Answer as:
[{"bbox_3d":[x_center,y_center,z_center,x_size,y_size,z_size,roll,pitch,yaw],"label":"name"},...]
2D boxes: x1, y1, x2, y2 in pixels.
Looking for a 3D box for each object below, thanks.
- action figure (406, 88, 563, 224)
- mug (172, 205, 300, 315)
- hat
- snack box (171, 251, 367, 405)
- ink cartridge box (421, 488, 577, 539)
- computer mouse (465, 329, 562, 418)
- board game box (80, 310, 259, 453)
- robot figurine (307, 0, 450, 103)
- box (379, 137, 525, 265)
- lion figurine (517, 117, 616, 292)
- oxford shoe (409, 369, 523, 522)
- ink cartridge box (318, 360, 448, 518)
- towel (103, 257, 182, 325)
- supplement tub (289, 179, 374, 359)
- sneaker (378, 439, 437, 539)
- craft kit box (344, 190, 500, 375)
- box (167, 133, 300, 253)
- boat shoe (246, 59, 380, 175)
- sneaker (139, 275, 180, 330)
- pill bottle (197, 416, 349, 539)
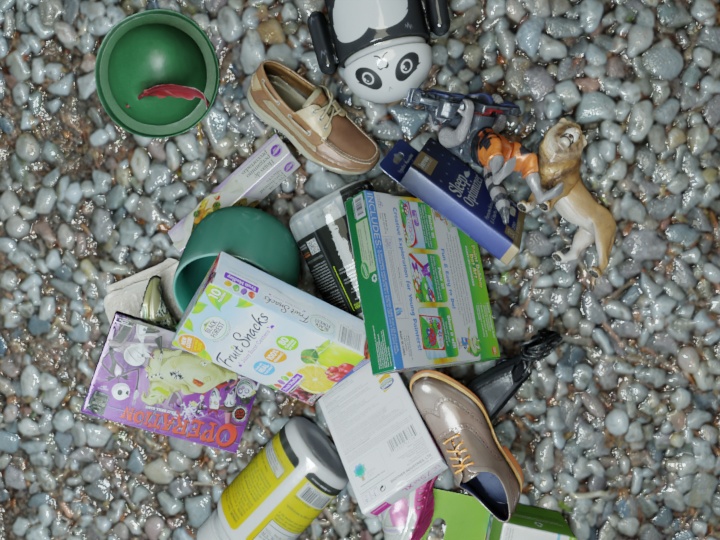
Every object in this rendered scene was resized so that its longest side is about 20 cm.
[{"bbox_3d":[0.133,-0.156,0.778,0.195,0.195,0.107,-1,128,-34],"label":"action figure"},{"bbox_3d":[-0.150,0.008,0.814,0.147,0.117,0.189,4,135,3],"label":"mug"},{"bbox_3d":[-0.264,-0.258,0.771,0.193,0.176,0.172,-4,94,2],"label":"hat"},{"bbox_3d":[-0.106,0.076,0.750,0.196,0.054,0.142,27,134,-18],"label":"snack box"},{"bbox_3d":[0.173,0.395,0.856,0.193,0.076,0.153,11,94,-1],"label":"ink cartridge box"},{"bbox_3d":[0.177,0.148,0.830,0.053,0.138,0.202,42,107,20],"label":"computer mouse"},{"bbox_3d":[-0.225,0.140,0.782,0.195,0.032,0.123,21,89,-23],"label":"board game box"},{"bbox_3d":[0.020,-0.314,0.786,0.122,0.149,0.207,-16,94,-33],"label":"robot figurine"},{"bbox_3d":[0.121,-0.101,0.803,0.197,0.122,0.033,36,123,-1],"label":"box"},{"bbox_3d":[0.283,-0.086,0.829,0.122,0.072,0.202,-43,108,-24],"label":"lion figurine"},{"bbox_3d":[0.127,0.208,0.762,0.071,0.073,0.201,-40,92,26],"label":"oxford shoe"},{"bbox_3d":[0.019,0.196,0.826,0.118,0.042,0.203,-34,53,6],"label":"ink cartridge box"},{"bbox_3d":[-0.264,0.096,0.868,0.129,0.034,0.205,-22,93,3],"label":"towel"},{"bbox_3d":[0.000,0.000,0.811,0.120,0.123,0.205,-25,93,3],"label":"supplement tub"},{"bbox_3d":[0.054,0.297,0.853,0.086,0.081,0.207,18,97,28],"label":"sneaker"},{"bbox_3d":[0.079,0.014,0.765,0.193,0.048,0.207,2,74,-40],"label":"craft kit box"},{"bbox_3d":[-0.168,-0.096,0.844,0.199,0.041,0.039,-41,67,3],"label":"box"},{"bbox_3d":[-0.059,-0.196,0.812,0.196,0.072,0.077,31,59,-1],"label":"boat shoe"},{"bbox_3d":[-0.231,0.103,0.825,0.086,0.077,0.207,-12,101,-10],"label":"sneaker"},{"bbox_3d":[-0.117,0.304,0.839,0.114,0.114,0.200,44,94,-2],"label":"pill bottle"}]
